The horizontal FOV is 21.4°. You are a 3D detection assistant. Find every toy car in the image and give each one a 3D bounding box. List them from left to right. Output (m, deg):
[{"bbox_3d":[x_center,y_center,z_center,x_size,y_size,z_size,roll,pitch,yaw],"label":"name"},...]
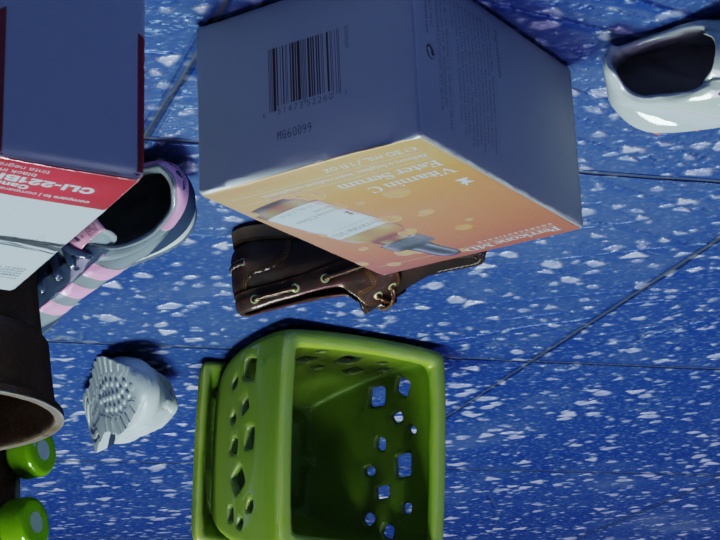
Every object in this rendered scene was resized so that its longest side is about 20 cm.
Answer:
[{"bbox_3d":[-0.432,0.203,1.921,0.163,0.159,0.200,-13,148,23],"label":"toy car"}]

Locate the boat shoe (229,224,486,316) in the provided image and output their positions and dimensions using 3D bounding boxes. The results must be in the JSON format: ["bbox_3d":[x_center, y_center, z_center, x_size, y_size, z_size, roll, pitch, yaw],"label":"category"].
[{"bbox_3d":[0.000,0.000,1.453,0.198,0.071,0.070,-5,161,3],"label":"boat shoe"}]

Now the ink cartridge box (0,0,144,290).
[{"bbox_3d":[-0.188,-0.088,1.017,0.083,0.146,0.200,8,159,-26],"label":"ink cartridge box"}]

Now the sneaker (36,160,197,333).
[{"bbox_3d":[-0.200,-0.014,1.284,0.199,0.070,0.082,-36,169,-13],"label":"sneaker"}]

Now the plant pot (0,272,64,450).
[{"bbox_3d":[-0.283,-0.001,1.188,0.198,0.200,0.200,-2,163,-1],"label":"plant pot"}]

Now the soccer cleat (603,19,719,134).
[{"bbox_3d":[0.240,-0.119,1.125,0.198,0.070,0.078,-7,159,23],"label":"soccer cleat"}]

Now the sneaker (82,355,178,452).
[{"bbox_3d":[-0.211,0.119,1.814,0.080,0.077,0.200,-9,170,-19],"label":"sneaker"}]

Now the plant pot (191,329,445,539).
[{"bbox_3d":[-0.049,0.171,1.791,0.199,0.201,0.181,10,165,-37],"label":"plant pot"}]

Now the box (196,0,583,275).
[{"bbox_3d":[0.020,-0.083,1.130,0.151,0.107,0.200,-14,159,31],"label":"box"}]
